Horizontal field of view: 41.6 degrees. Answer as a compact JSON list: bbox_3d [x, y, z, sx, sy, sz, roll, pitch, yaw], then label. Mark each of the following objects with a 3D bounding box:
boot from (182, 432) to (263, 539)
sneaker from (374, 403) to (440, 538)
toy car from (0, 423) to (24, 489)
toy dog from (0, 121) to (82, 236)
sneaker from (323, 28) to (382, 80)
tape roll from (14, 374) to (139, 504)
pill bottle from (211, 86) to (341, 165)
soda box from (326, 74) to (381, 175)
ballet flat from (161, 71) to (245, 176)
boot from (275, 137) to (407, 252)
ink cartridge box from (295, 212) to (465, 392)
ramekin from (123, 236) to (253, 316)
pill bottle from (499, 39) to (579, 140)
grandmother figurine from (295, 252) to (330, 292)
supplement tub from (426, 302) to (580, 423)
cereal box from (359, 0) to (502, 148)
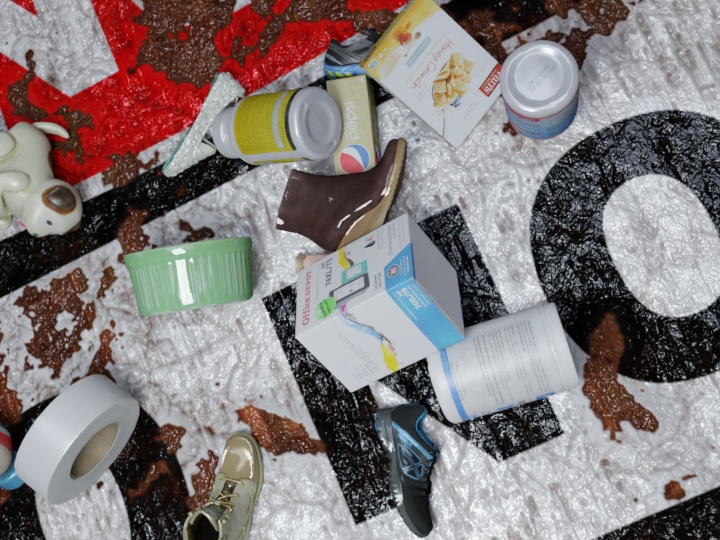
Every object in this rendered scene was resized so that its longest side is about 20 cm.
[{"bbox_3d":[-0.209,0.351,1.442,0.072,0.155,0.201,7,86,13],"label":"boot"},{"bbox_3d":[0.083,0.298,1.426,0.082,0.073,0.201,-16,82,9],"label":"sneaker"},{"bbox_3d":[-0.658,0.251,1.571,0.176,0.185,0.201,-19,52,10],"label":"toy car"},{"bbox_3d":[-0.550,-0.140,1.597,0.194,0.140,0.200,-32,73,-30],"label":"toy dog"},{"bbox_3d":[0.037,-0.346,1.507,0.199,0.071,0.083,0,87,14],"label":"sneaker"},{"bbox_3d":[-0.438,0.262,1.481,0.071,0.202,0.203,33,92,14],"label":"tape roll"},{"bbox_3d":[-0.136,-0.222,1.486,0.199,0.111,0.112,0,83,38],"label":"pill bottle"},{"bbox_3d":[-0.007,-0.203,1.505,0.067,0.064,0.201,-7,83,12],"label":"soda box"},{"bbox_3d":[-0.253,-0.232,1.564,0.072,0.072,0.201,31,91,14],"label":"ballet flat"},{"bbox_3d":[-0.029,-0.125,1.428,0.166,0.072,0.201,21,101,7],"label":"boot"},{"bbox_3d":[0.026,0.049,1.382,0.199,0.146,0.147,-28,36,21],"label":"ink cartridge box"},{"bbox_3d":[-0.260,0.011,1.474,0.199,0.200,0.098,-9,90,11],"label":"ramekin"},{"bbox_3d":[0.262,-0.252,1.380,0.108,0.200,0.109,-1,83,12],"label":"pill bottle"},{"bbox_3d":[0.000,0.000,1.488,0.199,0.061,0.122,0,111,10],"label":"grandmother figurine"},{"bbox_3d":[0.206,0.135,1.386,0.199,0.132,0.133,-17,80,11],"label":"supplement tub"},{"bbox_3d":[0.117,-0.304,1.450,0.200,0.040,0.144,37,93,-20],"label":"cereal box"}]
